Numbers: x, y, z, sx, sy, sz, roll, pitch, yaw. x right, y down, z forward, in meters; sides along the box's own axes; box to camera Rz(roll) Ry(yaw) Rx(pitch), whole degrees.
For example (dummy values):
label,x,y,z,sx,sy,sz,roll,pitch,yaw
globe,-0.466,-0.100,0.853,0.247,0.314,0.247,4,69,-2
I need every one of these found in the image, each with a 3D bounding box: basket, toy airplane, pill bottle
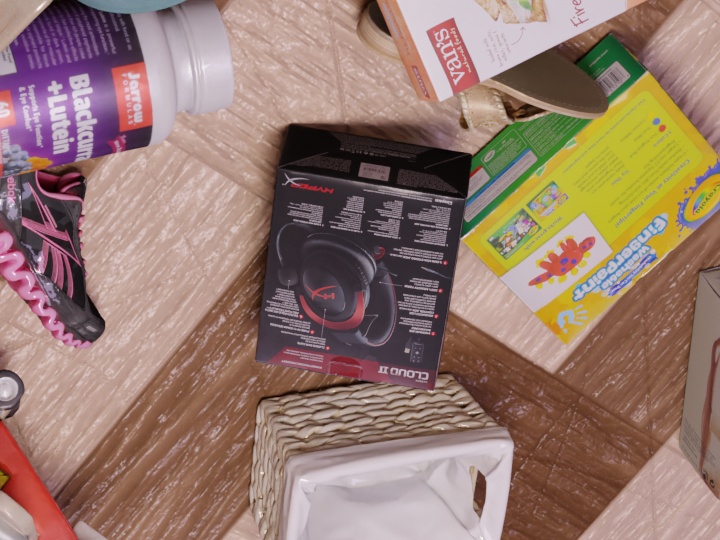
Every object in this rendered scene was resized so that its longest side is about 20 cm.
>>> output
label,x,y,z,sx,sy,sz,roll,pitch,yaw
basket,0.011,0.175,1.909,0.199,0.124,0.136,-7,125,-22
toy airplane,-0.278,0.191,1.734,0.141,0.199,0.201,-31,132,-16
pill bottle,-0.194,-0.134,1.604,0.199,0.112,0.112,-14,127,-16

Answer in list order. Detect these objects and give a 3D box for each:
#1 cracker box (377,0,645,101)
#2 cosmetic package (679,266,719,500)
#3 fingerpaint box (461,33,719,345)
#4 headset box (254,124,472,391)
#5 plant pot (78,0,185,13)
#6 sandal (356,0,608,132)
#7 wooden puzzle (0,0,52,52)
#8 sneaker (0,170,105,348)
label,x,y,z,sx,sy,sz,roll,pitch,yaw
cracker box,0.110,-0.226,1.679,0.199,0.058,0.135,-27,102,-11
cosmetic package,0.355,0.095,2.041,0.103,0.087,0.201,-12,127,-16
fingerpaint box,0.186,-0.064,1.859,0.200,0.073,0.167,-42,129,7
headset box,0.000,0.000,1.779,0.147,0.075,0.201,9,122,2
plant pot,-0.158,-0.276,1.482,0.199,0.201,0.189,-23,144,-9
sandal,0.084,-0.143,1.760,0.210,0.078,0.070,17,129,-21
wooden puzzle,-0.318,-0.186,1.467,0.200,0.037,0.185,-40,90,22
sneaker,-0.231,-0.025,1.696,0.095,0.079,0.200,-40,132,-10
